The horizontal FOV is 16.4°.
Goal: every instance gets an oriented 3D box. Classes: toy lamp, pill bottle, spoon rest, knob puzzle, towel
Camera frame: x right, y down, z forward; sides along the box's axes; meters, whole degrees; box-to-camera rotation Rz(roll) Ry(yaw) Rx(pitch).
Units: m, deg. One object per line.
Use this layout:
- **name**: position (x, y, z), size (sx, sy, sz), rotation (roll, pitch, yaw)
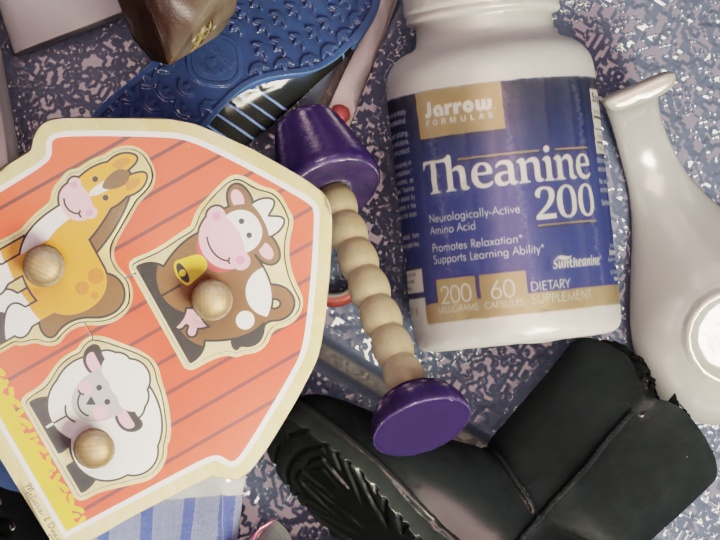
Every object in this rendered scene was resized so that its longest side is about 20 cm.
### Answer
- **toy lamp**: position (0.000, 0.000, 1.278), size (0.058, 0.058, 0.200), rotation (-17, 57, -3)
- **pill bottle**: position (0.072, -0.061, 1.307), size (0.111, 0.111, 0.201), rotation (-6, 89, -3)
- **spoon rest**: position (0.179, -0.012, 1.346), size (0.099, 0.061, 0.200), rotation (-22, 103, -2)
- **knob puzzle**: position (-0.101, 0.015, 1.198), size (0.219, 0.030, 0.220), rotation (-1, 96, -10)
- **towel**: position (-0.090, 0.059, 1.279), size (0.024, 0.147, 0.201), rotation (12, 94, 27)

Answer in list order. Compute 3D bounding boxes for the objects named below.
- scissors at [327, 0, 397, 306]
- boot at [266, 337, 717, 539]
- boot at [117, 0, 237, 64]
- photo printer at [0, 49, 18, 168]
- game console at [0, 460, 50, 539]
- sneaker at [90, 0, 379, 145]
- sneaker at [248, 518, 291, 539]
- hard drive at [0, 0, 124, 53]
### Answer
- **scissors**: position (-0.022, -0.074, 1.351), size (0.073, 0.014, 0.201), rotation (8, 90, 0)
- **boot**: position (0.070, 0.093, 1.304), size (0.200, 0.076, 0.168), rotation (38, 59, 8)
- **boot**: position (-0.096, -0.210, 1.213), size (0.064, 0.186, 0.200), rotation (-14, 78, -23)
- **photo printer**: position (-0.260, -0.091, 1.255), size (0.166, 0.070, 0.200), rotation (-7, 51, -13)
- **game console**: position (-0.197, 0.047, 1.288), size (0.176, 0.031, 0.201), rotation (12, 97, 21)
- **sneaker**: position (-0.076, -0.097, 1.328), size (0.200, 0.078, 0.070), rotation (-37, 84, -25)
- **sneaker**: position (-0.062, 0.179, 1.325), size (0.200, 0.070, 0.082), rotation (-12, 72, -6)
- **hard drive**: position (-0.154, -0.231, 1.325), size (0.132, 0.025, 0.200), rotation (-18, 89, 18)
